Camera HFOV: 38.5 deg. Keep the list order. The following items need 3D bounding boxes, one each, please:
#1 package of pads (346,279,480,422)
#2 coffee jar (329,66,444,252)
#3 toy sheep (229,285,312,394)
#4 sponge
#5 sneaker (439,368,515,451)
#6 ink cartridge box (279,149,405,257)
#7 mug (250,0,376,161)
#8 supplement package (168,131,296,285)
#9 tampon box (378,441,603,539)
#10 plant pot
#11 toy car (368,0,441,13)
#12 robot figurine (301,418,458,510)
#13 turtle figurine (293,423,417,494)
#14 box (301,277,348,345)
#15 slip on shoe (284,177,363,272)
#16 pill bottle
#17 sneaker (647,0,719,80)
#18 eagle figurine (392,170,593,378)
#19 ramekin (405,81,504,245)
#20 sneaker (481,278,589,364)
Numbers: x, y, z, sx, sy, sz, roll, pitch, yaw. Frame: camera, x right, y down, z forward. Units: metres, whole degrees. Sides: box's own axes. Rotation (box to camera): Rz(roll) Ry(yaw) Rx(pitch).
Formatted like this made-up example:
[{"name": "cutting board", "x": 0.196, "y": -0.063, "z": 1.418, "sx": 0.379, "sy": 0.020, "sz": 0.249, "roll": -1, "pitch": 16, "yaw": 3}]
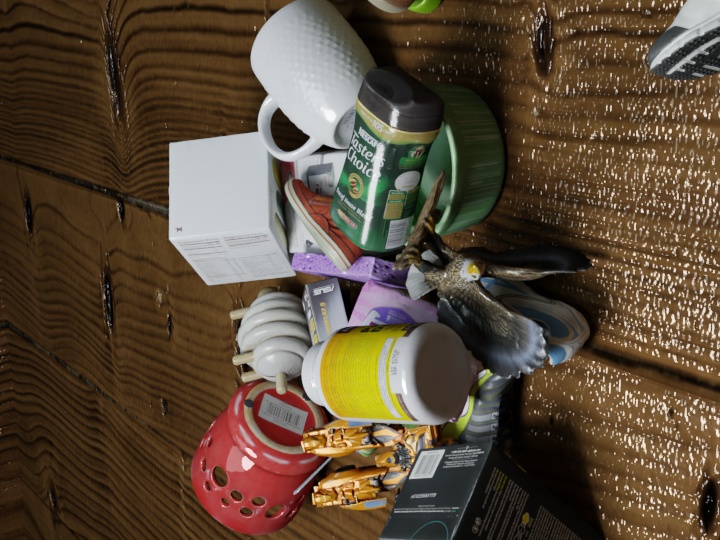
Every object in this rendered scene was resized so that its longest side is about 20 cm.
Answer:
[{"name": "package of pads", "x": 0.063, "y": 0.097, "z": 1.283, "sx": 0.199, "sy": 0.075, "sz": 0.122, "roll": 20, "pitch": 85, "yaw": 50}, {"name": "coffee jar", "x": 0.030, "y": -0.131, "z": 1.212, "sx": 0.104, "sy": 0.084, "sz": 0.203, "roll": 44, "pitch": 131, "yaw": 39}, {"name": "toy sheep", "x": -0.135, "y": 0.110, "z": 1.628, "sx": 0.138, "sy": 0.135, "sz": 0.203, "roll": 125, "pitch": 145, "yaw": -45}, {"name": "sponge", "x": 0.000, "y": 0.000, "z": 1.434, "sx": 0.198, "sy": 0.110, "sz": 0.030, "roll": 7, "pitch": 86, "yaw": 54}, {"name": "sneaker", "x": 0.167, "y": 0.180, "z": 1.290, "sx": 0.081, "sy": 0.073, "sz": 0.202, "roll": 46, "pitch": 139, "yaw": 25}, {"name": "ink cartridge box", "x": -0.027, "y": -0.097, "z": 1.475, "sx": 0.198, "sy": 0.084, "sz": 0.149, "roll": 4, "pitch": 101, "yaw": 53}, {"name": "mug", "x": -0.064, "y": -0.241, "z": 1.418, "sx": 0.200, "sy": 0.147, "sz": 0.176, "roll": -45, "pitch": 62, "yaw": 16}, {"name": "supplement package", "x": -0.187, "y": -0.088, "z": 1.544, "sx": 0.200, "sy": 0.147, "sz": 0.155, "roll": 67, "pitch": -161, "yaw": -69}, {"name": "tampon box", "x": 0.152, "y": 0.312, "z": 1.201, "sx": 0.199, "sy": 0.127, "sz": 0.149, "roll": 41, "pitch": 150, "yaw": -20}, {"name": "plant pot", "x": -0.154, "y": 0.291, "z": 1.654, "sx": 0.202, "sy": 0.198, "sz": 0.184, "roll": 58, "pitch": 136, "yaw": 28}, {"name": "toy car", "x": 0.061, "y": -0.425, "z": 1.222, "sx": 0.200, "sy": 0.162, "sz": 0.160, "roll": -40, "pitch": 65, "yaw": 37}, {"name": "robot figurine", "x": 0.028, "y": 0.240, "z": 1.315, "sx": 0.196, "sy": 0.058, "sz": 0.148, "roll": -12, "pitch": 91, "yaw": 18}, {"name": "turtle figurine", "x": 0.043, "y": 0.243, "z": 1.408, "sx": 0.143, "sy": 0.200, "sz": 0.194, "roll": 40, "pitch": 132, "yaw": 0}, {"name": "box", "x": -0.044, "y": 0.104, "z": 1.503, "sx": 0.200, "sy": 0.047, "sz": 0.162, "roll": 123, "pitch": 135, "yaw": -81}, {"name": "slip on shoe", "x": -0.046, "y": -0.071, "z": 1.392, "sx": 0.074, "sy": 0.061, "sz": 0.200, "roll": 55, "pitch": 176, "yaw": -40}, {"name": "pill bottle", "x": 0.023, "y": 0.117, "z": 1.177, "sx": 0.198, "sy": 0.108, "sz": 0.112, "roll": -6, "pitch": 93, "yaw": 47}, {"name": "sneaker", "x": 0.339, "y": -0.251, "z": 0.942, "sx": 0.200, "sy": 0.073, "sz": 0.081, "roll": -41, "pitch": 51, "yaw": 46}, {"name": "eagle figurine", "x": 0.137, "y": 0.012, "z": 1.156, "sx": 0.197, "sy": 0.151, "sz": 0.153, "roll": 28, "pitch": 117, "yaw": 0}, {"name": "ramekin", "x": 0.089, "y": -0.137, "z": 1.287, "sx": 0.199, "sy": 0.096, "sz": 0.205, "roll": 19, "pitch": 114, "yaw": 51}, {"name": "sneaker", "x": 0.179, "y": 0.051, "z": 1.219, "sx": 0.199, "sy": 0.072, "sz": 0.073, "roll": 26, "pitch": 140, "yaw": 49}]
